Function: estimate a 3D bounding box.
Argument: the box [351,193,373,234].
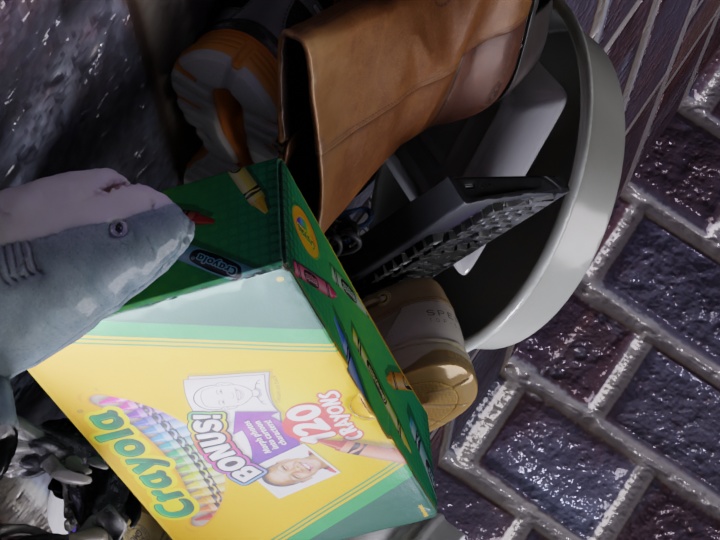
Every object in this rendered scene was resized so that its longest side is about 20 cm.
[{"bbox_3d":[0.003,0.012,1.206,0.200,0.060,0.117,-52,175,37],"label":"box"}]

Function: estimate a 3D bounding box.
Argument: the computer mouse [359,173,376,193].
[{"bbox_3d":[0.046,-0.125,1.117,0.138,0.052,0.201,-43,162,-52],"label":"computer mouse"}]

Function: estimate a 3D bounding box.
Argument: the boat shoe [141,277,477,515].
[{"bbox_3d":[-0.033,0.064,0.907,0.199,0.070,0.074,-24,142,22],"label":"boat shoe"}]

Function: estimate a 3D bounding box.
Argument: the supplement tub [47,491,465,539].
[{"bbox_3d":[-0.057,0.140,1.018,0.146,0.199,0.146,-54,170,-15],"label":"supplement tub"}]

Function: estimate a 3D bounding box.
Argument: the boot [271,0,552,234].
[{"bbox_3d":[0.018,-0.130,0.782,0.200,0.068,0.190,-37,147,-47],"label":"boot"}]

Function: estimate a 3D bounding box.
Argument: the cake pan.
[{"bbox_3d":[0.070,-0.048,0.960,0.200,0.036,0.202,-36,-134,49],"label":"cake pan"}]

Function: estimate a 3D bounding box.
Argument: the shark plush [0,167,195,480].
[{"bbox_3d":[-0.145,0.037,0.625,0.200,0.083,0.091,-52,169,-27],"label":"shark plush"}]

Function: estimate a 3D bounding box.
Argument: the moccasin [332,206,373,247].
[{"bbox_3d":[-0.038,-0.016,1.037,0.069,0.080,0.200,-60,-176,-8],"label":"moccasin"}]

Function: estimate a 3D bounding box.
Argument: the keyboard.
[{"bbox_3d":[0.000,0.000,0.876,0.126,0.021,0.200,-3,161,-34],"label":"keyboard"}]

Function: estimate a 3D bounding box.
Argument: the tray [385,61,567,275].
[{"bbox_3d":[0.039,-0.093,0.976,0.108,0.022,0.200,-62,-150,21],"label":"tray"}]

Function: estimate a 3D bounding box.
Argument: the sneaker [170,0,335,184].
[{"bbox_3d":[-0.035,-0.069,0.852,0.078,0.078,0.200,-61,172,-20],"label":"sneaker"}]

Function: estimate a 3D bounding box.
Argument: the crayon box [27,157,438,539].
[{"bbox_3d":[-0.052,0.047,0.778,0.201,0.118,0.059,60,19,-49],"label":"crayon box"}]

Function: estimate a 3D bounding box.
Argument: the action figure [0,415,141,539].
[{"bbox_3d":[-0.146,0.112,0.822,0.201,0.101,0.120,-89,-166,-57],"label":"action figure"}]
